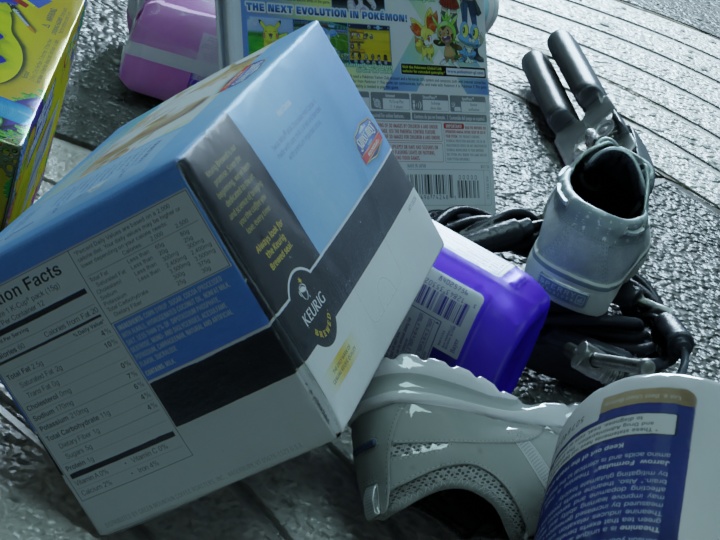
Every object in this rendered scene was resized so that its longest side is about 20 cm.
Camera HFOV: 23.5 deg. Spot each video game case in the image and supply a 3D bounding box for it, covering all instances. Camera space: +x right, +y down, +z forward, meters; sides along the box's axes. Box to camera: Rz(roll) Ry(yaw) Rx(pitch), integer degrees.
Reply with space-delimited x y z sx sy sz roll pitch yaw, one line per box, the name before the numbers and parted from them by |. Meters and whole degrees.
video game case | -0.001 -0.121 1.060 0.198 0.185 0.022 -2 -2 -37

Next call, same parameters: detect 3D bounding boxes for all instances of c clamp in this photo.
c clamp | 0.177 0.085 0.874 0.199 0.027 0.171 30 -2 -18

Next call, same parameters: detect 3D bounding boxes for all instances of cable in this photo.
cable | 0.100 0.002 1.023 0.198 0.051 0.164 18 27 -5

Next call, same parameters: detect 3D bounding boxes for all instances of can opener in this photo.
can opener | 0.171 -0.111 1.298 0.067 0.053 0.201 45 16 -27

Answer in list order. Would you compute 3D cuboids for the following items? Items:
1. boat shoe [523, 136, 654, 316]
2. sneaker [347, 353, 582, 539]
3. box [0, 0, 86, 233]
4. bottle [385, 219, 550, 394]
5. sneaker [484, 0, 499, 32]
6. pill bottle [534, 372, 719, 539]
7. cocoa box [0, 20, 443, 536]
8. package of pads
boat shoe | 0.144 -0.036 1.006 0.070 0.072 0.201 27 22 5
sneaker | 0.078 0.106 0.826 0.198 0.075 0.083 16 62 -22
box | -0.250 -0.076 0.839 0.191 0.123 0.201 16 28 -9
bottle | 0.000 0.000 0.921 0.199 0.084 0.065 29 29 16
sneaker | -0.002 -0.219 1.325 0.199 0.080 0.130 23 24 25
pill bottle | 0.118 0.145 0.695 0.110 0.112 0.201 21 40 1
cocoa box | -0.065 -0.004 0.774 0.132 0.132 0.200 59 25 -13
package of pads | -0.059 -0.145 1.148 0.198 0.076 0.121 15 29 -13
